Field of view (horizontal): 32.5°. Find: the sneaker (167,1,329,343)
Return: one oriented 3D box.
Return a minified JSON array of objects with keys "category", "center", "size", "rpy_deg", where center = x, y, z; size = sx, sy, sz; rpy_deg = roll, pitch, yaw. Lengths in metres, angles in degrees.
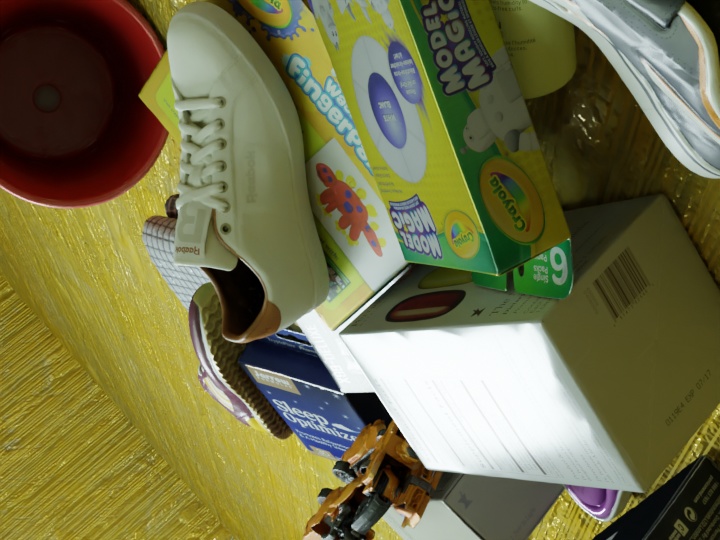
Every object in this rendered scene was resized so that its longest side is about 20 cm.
[{"category":"sneaker","center":[-0.078,-0.051,0.716],"size":[0.072,0.084,0.202],"rpy_deg":[1,117,43]}]

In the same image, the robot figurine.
[{"category":"robot figurine","center":[0.016,0.166,0.977],"size":[0.058,0.146,0.200],"rpy_deg":[32,152,-6]}]

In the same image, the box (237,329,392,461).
[{"category":"box","center":[-0.031,0.119,1.099],"size":[0.120,0.033,0.201],"rpy_deg":[12,148,35]}]

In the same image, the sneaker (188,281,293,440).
[{"category":"sneaker","center":[-0.125,0.082,1.139],"size":[0.089,0.075,0.201],"rpy_deg":[14,144,36]}]

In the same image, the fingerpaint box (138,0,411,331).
[{"category":"fingerpaint box","center":[-0.022,-0.090,0.755],"size":[0.200,0.073,0.167],"rpy_deg":[50,139,3]}]

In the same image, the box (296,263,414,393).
[{"category":"box","center":[0.000,0.000,0.917],"size":[0.157,0.050,0.201],"rpy_deg":[-9,120,49]}]

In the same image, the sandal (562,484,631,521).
[{"category":"sandal","center":[0.153,0.117,0.847],"size":[0.082,0.050,0.204],"rpy_deg":[32,151,39]}]

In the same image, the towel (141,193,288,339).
[{"category":"towel","center":[-0.103,0.016,1.192],"size":[0.165,0.086,0.201],"rpy_deg":[12,143,50]}]

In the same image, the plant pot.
[{"category":"plant pot","center":[-0.282,-0.163,1.139],"size":[0.201,0.200,0.177],"rpy_deg":[56,168,-17]}]

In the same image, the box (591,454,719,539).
[{"category":"box","center":[0.205,0.263,0.778],"size":[0.197,0.124,0.200],"rpy_deg":[46,132,9]}]

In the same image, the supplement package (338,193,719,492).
[{"category":"supplement package","center":[0.098,0.043,0.704],"size":[0.110,0.114,0.199],"rpy_deg":[56,152,-14]}]

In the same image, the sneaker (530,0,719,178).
[{"category":"sneaker","center":[0.112,-0.119,0.469],"size":[0.200,0.079,0.079],"rpy_deg":[42,167,-14]}]

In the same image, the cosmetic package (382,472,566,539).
[{"category":"cosmetic package","center":[0.089,0.178,1.016],"size":[0.073,0.104,0.200],"rpy_deg":[44,162,-3]}]

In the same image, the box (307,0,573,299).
[{"category":"box","center":[0.035,-0.076,0.602],"size":[0.202,0.048,0.117],"rpy_deg":[67,163,-11]}]

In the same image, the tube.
[{"category":"tube","center":[0.061,-0.171,0.541],"size":[0.052,0.057,0.201],"rpy_deg":[-91,-10,-48]}]

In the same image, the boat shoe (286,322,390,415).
[{"category":"boat shoe","center":[-0.004,0.060,1.083],"size":[0.200,0.074,0.062],"rpy_deg":[47,156,-26]}]
